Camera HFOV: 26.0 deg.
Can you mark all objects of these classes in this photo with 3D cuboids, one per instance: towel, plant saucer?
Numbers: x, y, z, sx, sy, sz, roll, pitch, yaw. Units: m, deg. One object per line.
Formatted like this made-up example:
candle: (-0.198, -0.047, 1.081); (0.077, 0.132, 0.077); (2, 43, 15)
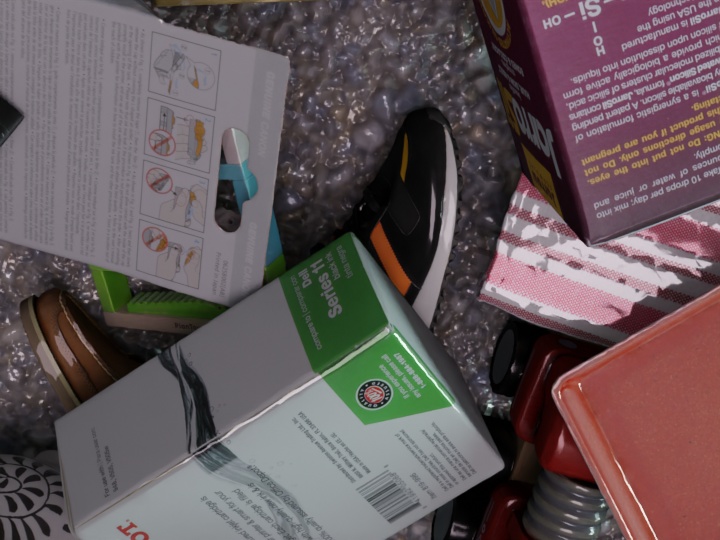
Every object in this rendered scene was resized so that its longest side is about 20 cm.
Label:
towel: (0.164, -0.053, 0.884); (0.145, 0.030, 0.202); (19, 92, 4)
plant saucer: (0.225, 0.090, 0.854); (0.199, 0.037, 0.201); (-30, 106, -2)

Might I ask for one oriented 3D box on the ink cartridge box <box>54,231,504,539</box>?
ink cartridge box: (-0.045, 0.095, 0.848); (0.199, 0.083, 0.147); (-32, 134, 7)

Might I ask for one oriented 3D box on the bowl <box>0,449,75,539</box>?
bowl: (-0.183, 0.170, 0.920); (0.201, 0.200, 0.094); (49, 55, -19)

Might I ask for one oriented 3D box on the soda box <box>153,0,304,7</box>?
soda box: (-0.015, -0.183, 0.841); (0.198, 0.068, 0.065); (-2, 111, -5)

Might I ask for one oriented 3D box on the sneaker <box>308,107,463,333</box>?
sneaker: (0.000, 0.000, 0.908); (0.089, 0.070, 0.202); (7, 111, -12)

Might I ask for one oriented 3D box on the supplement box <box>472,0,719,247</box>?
supplement box: (0.115, -0.135, 0.771); (0.102, 0.131, 0.201); (-20, 112, -3)

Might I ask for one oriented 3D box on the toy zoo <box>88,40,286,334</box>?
toy zoo: (-0.111, -0.056, 0.857); (0.130, 0.020, 0.202); (4, 119, 32)

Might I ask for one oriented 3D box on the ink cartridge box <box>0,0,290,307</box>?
ink cartridge box: (-0.134, -0.077, 0.827); (0.198, 0.057, 0.164); (13, 125, 5)

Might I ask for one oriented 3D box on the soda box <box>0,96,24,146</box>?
soda box: (-0.264, -0.028, 0.830); (0.063, 0.071, 0.200); (41, 126, -11)

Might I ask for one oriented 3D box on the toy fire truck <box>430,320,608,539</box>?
toy fire truck: (0.105, 0.139, 0.900); (0.128, 0.200, 0.177); (16, 108, -12)

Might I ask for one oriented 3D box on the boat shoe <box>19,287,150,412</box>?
boat shoe: (-0.125, 0.080, 0.928); (0.068, 0.072, 0.201); (-29, 122, 6)
